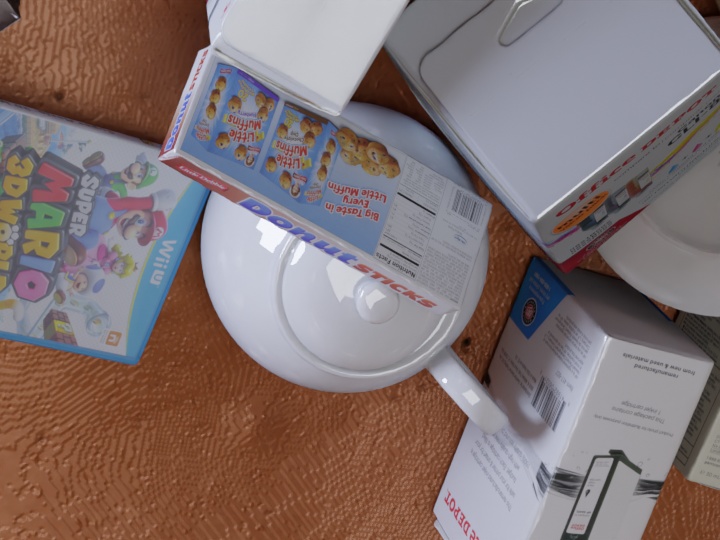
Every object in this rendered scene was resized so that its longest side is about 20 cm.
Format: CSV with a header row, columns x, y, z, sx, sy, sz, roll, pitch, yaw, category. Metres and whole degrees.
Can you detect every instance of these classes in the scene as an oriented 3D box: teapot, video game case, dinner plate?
x,y,z,sx,sy,sz,roll,pitch,yaw,category
0.000,0.000,1.188,0.199,0.146,0.199,1,110,-15,teapot
-0.197,-0.024,1.170,0.199,0.018,0.144,14,106,-36,video game case
0.232,-0.070,1.216,0.199,0.024,0.201,-2,76,10,dinner plate

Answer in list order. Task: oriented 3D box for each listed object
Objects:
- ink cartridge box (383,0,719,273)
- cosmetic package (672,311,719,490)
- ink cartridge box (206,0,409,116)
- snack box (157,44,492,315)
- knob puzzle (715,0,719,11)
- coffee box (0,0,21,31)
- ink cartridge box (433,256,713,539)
x,y,z,sx,sy,sz,roll,pitch,yaw,category
0.120,-0.108,1.126,0.145,0.200,0.145,-39,77,4,ink cartridge box
0.267,0.040,1.290,0.073,0.104,0.201,18,106,-21,cosmetic package
-0.018,-0.182,1.084,0.083,0.200,0.146,29,102,-13,ink cartridge box
-0.016,-0.050,1.094,0.199,0.024,0.072,29,68,-24,snack box
0.317,-0.157,1.209,0.218,0.030,0.221,5,72,-16,knob puzzle
-0.307,-0.144,1.098,0.199,0.080,0.113,-33,113,0,coffee box
0.134,0.114,1.261,0.084,0.146,0.201,14,107,-20,ink cartridge box
